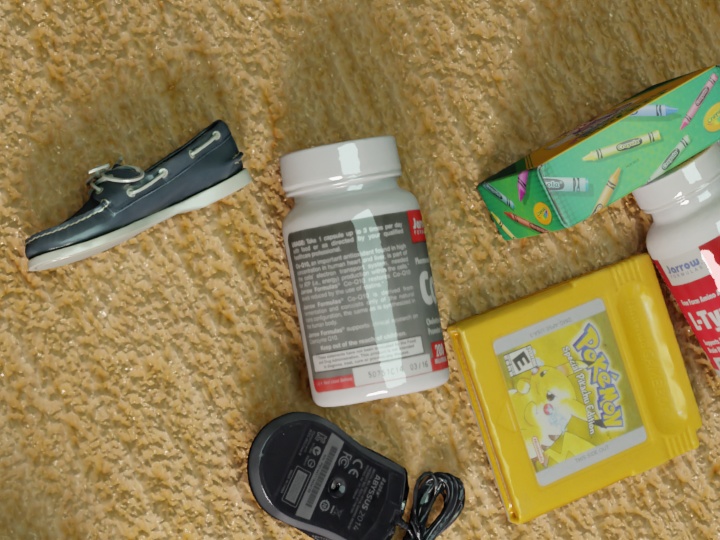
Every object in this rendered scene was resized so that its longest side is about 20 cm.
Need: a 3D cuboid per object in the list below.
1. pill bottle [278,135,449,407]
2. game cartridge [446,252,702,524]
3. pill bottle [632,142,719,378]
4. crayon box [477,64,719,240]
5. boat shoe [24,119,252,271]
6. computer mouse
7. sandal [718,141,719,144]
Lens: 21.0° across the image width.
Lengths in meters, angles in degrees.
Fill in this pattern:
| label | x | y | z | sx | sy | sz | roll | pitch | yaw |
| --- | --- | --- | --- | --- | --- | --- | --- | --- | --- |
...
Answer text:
| label | x | y | z | sx | sy | sz | roll | pitch | yaw |
| --- | --- | --- | --- | --- | --- | --- | --- | --- | --- |
| pill bottle | 0.000 | 0.000 | 1.542 | 0.113 | 0.114 | 0.202 | -10 | 90 | -22 |
| game cartridge | 0.188 | 0.098 | 1.653 | 0.198 | 0.032 | 0.178 | -20 | 93 | -21 |
| pill bottle | 0.316 | -0.007 | 1.667 | 0.112 | 0.112 | 0.201 | -34 | 98 | -20 |
| crayon box | 0.211 | -0.098 | 1.630 | 0.199 | 0.119 | 0.059 | -29 | 96 | -21 |
| boat shoe | -0.176 | -0.059 | 1.499 | 0.199 | 0.075 | 0.062 | -26 | 97 | -23 |
| computer mouse | -0.019 | 0.185 | 1.558 | 0.199 | 0.053 | 0.139 | 37 | 75 | -26 |
| sandal | 0.406 | -0.090 | 1.743 | 0.201 | 0.050 | 0.083 | 6 | 84 | -21 |
